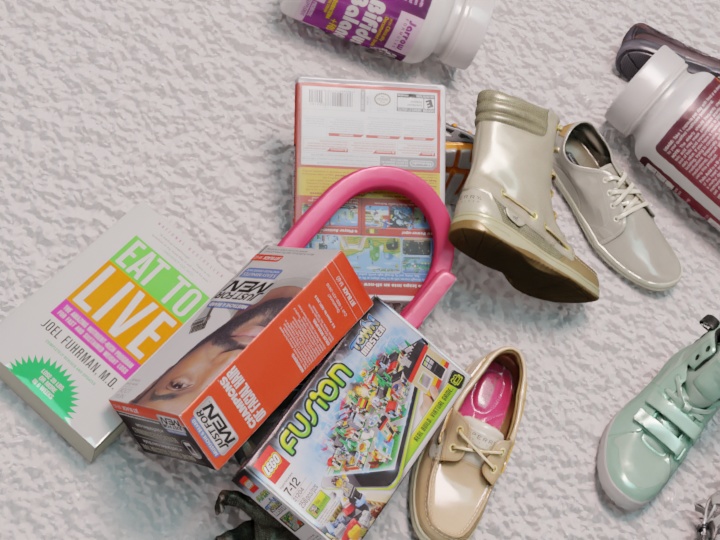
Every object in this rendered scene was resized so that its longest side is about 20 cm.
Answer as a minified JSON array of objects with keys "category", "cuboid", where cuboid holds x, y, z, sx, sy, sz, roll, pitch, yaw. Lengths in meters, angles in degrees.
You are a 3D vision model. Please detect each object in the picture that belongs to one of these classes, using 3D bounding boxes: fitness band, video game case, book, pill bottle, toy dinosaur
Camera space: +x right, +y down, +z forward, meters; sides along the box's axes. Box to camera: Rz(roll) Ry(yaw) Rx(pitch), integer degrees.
[{"category":"fitness band","cuboid":[0.000,0.000,1.449,0.144,0.037,0.200,43,77,-4]},{"category":"video game case","cuboid":[0.008,-0.073,1.482,0.141,0.017,0.203,2,85,-13]},{"category":"book","cuboid":[-0.207,0.047,1.371,0.133,0.048,0.200,40,58,6]},{"category":"pill bottle","cuboid":[0.353,-0.128,1.651,0.200,0.114,0.114,43,55,6]},{"category":"pill bottle","cuboid":[0.028,-0.273,1.609,0.198,0.113,0.113,20,55,-9]},{"category":"toy dinosaur","cuboid":[-0.065,0.215,1.311,0.101,0.077,0.202,-11,69,-36]}]

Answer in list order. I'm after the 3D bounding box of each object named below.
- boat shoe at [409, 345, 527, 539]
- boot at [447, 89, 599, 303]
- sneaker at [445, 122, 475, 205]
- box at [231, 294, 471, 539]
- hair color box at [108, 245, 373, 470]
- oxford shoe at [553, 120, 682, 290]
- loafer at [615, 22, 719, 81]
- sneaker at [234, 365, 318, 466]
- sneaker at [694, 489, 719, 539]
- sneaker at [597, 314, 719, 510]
[{"category":"boat shoe","cuboid":[0.097,0.148,1.413,0.073,0.069,0.201,24,55,-6]},{"category":"boot","cuboid":[0.165,-0.065,1.512,0.199,0.072,0.156,29,62,-40]},{"category":"sneaker","cuboid":[0.062,-0.120,1.557,0.198,0.079,0.078,9,48,-18]},{"category":"box","cuboid":[-0.004,0.127,1.313,0.110,0.035,0.201,39,58,-3]},{"category":"hair color box","cuboid":[-0.096,0.065,1.318,0.200,0.110,0.064,-47,120,-27]},{"category":"oxford shoe","cuboid":[0.252,-0.067,1.611,0.075,0.058,0.201,-25,74,-34]},{"category":"loafer","cuboid":[0.370,-0.208,1.736,0.198,0.072,0.063,25,50,-3]},{"category":"sneaker","cuboid":[-0.018,0.113,1.385,0.198,0.076,0.080,-6,61,-25]},{"category":"sneaker","cuboid":[0.330,0.244,1.461,0.081,0.075,0.200,29,47,14]},{"category":"sneaker","cuboid":[0.290,0.122,1.476,0.074,0.118,0.201,38,56,2]}]
